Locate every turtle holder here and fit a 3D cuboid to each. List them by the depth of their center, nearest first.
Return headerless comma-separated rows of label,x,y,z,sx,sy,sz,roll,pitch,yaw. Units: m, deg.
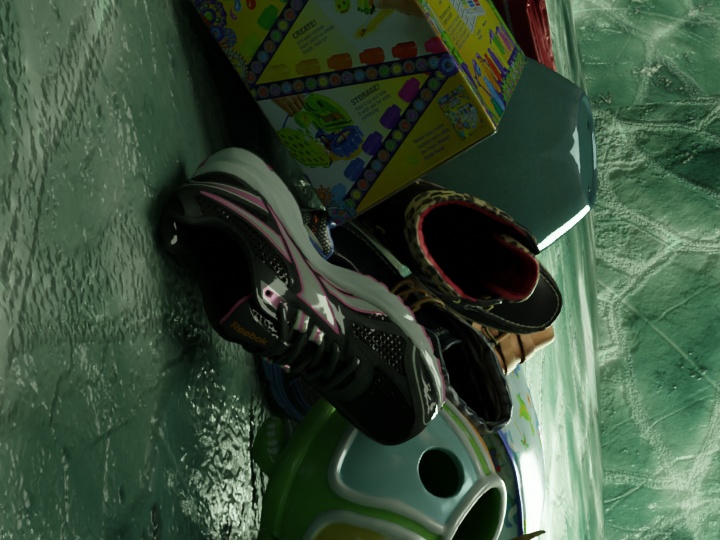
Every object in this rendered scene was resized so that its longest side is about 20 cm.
turtle holder,0.006,0.145,0.858,0.185,0.131,0.143,-22,127,-52

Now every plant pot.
plant pot,0.117,-0.090,1.120,0.200,0.133,0.203,-3,90,-71

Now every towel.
towel,0.073,-0.201,1.185,0.023,0.198,0.145,-60,151,-23

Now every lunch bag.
lunch bag,0.112,0.170,1.321,0.170,0.126,0.203,-59,151,-66

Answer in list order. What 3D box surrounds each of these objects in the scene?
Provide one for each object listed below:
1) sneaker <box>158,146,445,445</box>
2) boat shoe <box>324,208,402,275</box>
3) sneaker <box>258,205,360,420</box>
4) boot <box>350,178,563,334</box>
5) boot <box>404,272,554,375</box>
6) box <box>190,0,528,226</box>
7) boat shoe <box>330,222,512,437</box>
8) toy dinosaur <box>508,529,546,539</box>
sneaker,-0.043,0.027,0.788,0.200,0.080,0.086,44,32,4
boat shoe,-0.002,0.001,1.073,0.072,0.060,0.205,-17,102,-44
sneaker,-0.029,0.034,0.917,0.201,0.077,0.076,68,22,-47
boot,0.084,-0.005,0.978,0.199,0.073,0.150,38,-2,-20
boot,0.100,0.086,1.191,0.202,0.154,0.077,65,-30,17
box,0.002,-0.167,0.904,0.194,0.121,0.200,57,21,-11
boat shoe,0.032,0.034,0.976,0.071,0.091,0.201,-36,91,-32
toy dinosaur,0.054,0.211,1.117,0.060,0.199,0.108,-4,113,-35
